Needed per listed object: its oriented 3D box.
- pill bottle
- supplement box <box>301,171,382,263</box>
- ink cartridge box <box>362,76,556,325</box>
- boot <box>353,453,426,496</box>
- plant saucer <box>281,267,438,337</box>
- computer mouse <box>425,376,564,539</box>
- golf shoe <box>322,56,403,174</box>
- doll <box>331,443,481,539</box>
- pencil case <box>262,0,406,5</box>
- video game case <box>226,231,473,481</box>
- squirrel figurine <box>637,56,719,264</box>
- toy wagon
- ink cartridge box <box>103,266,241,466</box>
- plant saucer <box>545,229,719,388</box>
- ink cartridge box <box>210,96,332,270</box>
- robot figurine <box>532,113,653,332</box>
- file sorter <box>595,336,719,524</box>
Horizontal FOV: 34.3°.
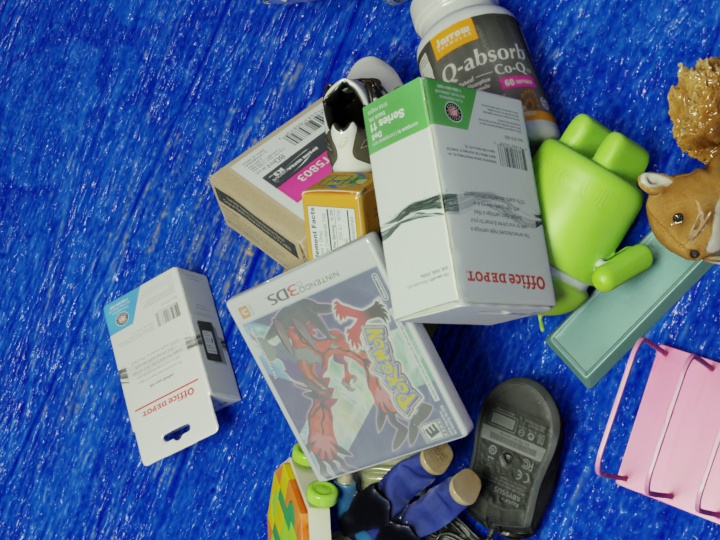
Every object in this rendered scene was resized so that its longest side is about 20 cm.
[{"bbox_3d":[0.123,-0.198,1.202,0.115,0.116,0.202,-25,70,21],"label":"pill bottle"},{"bbox_3d":[-0.005,0.012,1.099,0.068,0.066,0.203,7,113,26],"label":"supplement box"},{"bbox_3d":[0.089,-0.056,1.046,0.082,0.145,0.203,-20,73,42],"label":"ink cartridge box"},{"bbox_3d":[-0.014,0.160,1.233,0.197,0.072,0.157,1,83,28],"label":"boot"},{"bbox_3d":[0.000,0.000,1.225,0.198,0.049,0.202,14,64,29],"label":"plant saucer"},{"bbox_3d":[0.145,0.200,1.154,0.137,0.052,0.203,25,103,31],"label":"computer mouse"},{"bbox_3d":[0.005,-0.167,1.161,0.077,0.095,0.202,-7,44,11],"label":"golf shoe"},{"bbox_3d":[0.027,0.238,1.149,0.137,0.048,0.200,46,127,1],"label":"doll"},{"bbox_3d":[-0.033,-0.344,1.333,0.198,0.078,0.087,8,55,29],"label":"pencil case"},{"bbox_3d":[-0.013,0.086,1.081,0.181,0.023,0.202,-23,98,34],"label":"video game case"},{"bbox_3d":[0.346,-0.098,1.064,0.185,0.141,0.202,-24,54,23],"label":"squirrel figurine"},{"bbox_3d":[-0.055,0.278,1.175,0.200,0.039,0.157,-120,36,-61],"label":"toy wagon"},{"bbox_3d":[-0.214,0.114,1.347,0.115,0.067,0.202,-26,69,21],"label":"ink cartridge box"},{"bbox_3d":[0.268,0.021,1.139,0.200,0.019,0.070,-48,62,13],"label":"plant saucer"},{"bbox_3d":[-0.030,-0.094,1.221,0.199,0.076,0.164,-39,47,-21],"label":"ink cartridge box"},{"bbox_3d":[0.196,-0.046,1.130,0.175,0.115,0.202,36,101,37],"label":"robot figurine"},{"bbox_3d":[0.324,0.155,1.021,0.198,0.125,0.141,18,88,29],"label":"file sorter"}]
